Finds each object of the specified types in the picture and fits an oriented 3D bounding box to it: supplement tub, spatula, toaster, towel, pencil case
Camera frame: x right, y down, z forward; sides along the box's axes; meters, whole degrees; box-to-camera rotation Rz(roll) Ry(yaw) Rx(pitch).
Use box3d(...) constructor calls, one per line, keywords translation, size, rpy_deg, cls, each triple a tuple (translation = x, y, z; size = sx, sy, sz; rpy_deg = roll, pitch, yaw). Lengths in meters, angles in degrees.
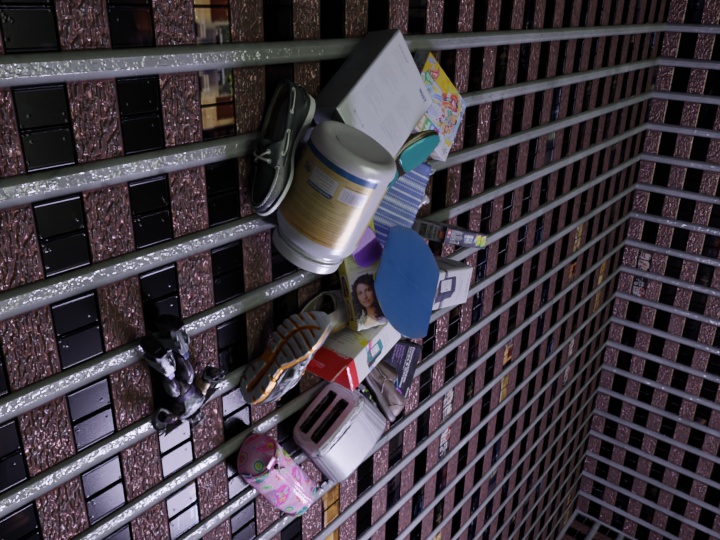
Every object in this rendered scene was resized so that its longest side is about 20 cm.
box3d(translation=(-0.046, -0.112, 1.001), size=(0.143, 0.145, 0.202), rpy_deg=(-8, 135, -52), cls="supplement tub")
box3d(translation=(-0.030, -0.096, 1.103), size=(0.056, 0.020, 0.202), rpy_deg=(-38, 100, -16), cls="spatula")
box3d(translation=(-0.048, 0.317, 1.255), size=(0.200, 0.113, 0.130), rpy_deg=(-48, 135, -16), cls="toaster")
box3d(translation=(0.043, -0.131, 1.200), size=(0.142, 0.024, 0.204), rpy_deg=(21, 88, -19), cls="towel")
box3d(translation=(-0.150, 0.376, 1.164), size=(0.088, 0.086, 0.202), rpy_deg=(-53, 142, -24), cls="pencil case")

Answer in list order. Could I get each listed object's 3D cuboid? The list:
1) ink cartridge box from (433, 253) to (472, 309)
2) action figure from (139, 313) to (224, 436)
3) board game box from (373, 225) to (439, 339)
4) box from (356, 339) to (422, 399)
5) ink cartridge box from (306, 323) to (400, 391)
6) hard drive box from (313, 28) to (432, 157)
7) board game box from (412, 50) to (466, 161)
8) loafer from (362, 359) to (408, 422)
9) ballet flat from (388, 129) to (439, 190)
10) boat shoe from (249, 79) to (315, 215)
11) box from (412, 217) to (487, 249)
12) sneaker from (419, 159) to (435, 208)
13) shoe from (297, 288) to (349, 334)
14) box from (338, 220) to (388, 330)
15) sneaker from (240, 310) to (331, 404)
box3d(translation=(0.121, 0.018, 1.327), size=(0.198, 0.143, 0.086), rpy_deg=(-6, 110, -52), cls="ink cartridge box")
box3d(translation=(-0.263, 0.166, 0.933), size=(0.131, 0.068, 0.203), rpy_deg=(-52, 145, -41), cls="action figure")
box3d(translation=(0.073, 0.022, 1.149), size=(0.158, 0.038, 0.203), rpy_deg=(41, 51, -34), cls="board game box")
box3d(translation=(0.062, 0.224, 1.432), size=(0.199, 0.036, 0.146), rpy_deg=(17, 91, -56), cls="box")
box3d(translation=(-0.027, 0.145, 1.204), size=(0.200, 0.115, 0.068), rpy_deg=(-43, 136, -34), cls="ink cartridge box")
box3d(translation=(0.023, -0.285, 1.102), size=(0.201, 0.076, 0.157), rpy_deg=(-54, 132, -23), cls="hard drive box")
box3d(translation=(0.145, -0.330, 1.305), size=(0.199, 0.034, 0.137), rpy_deg=(30, 80, -55), cls="board game box")
box3d(translation=(0.037, 0.213, 1.316), size=(0.070, 0.073, 0.203), rpy_deg=(-32, 111, -12), cls="loafer")
box3d(translation=(0.057, -0.196, 1.156), size=(0.200, 0.070, 0.071), rpy_deg=(-45, 139, -9), cls="ballet flat")
box3d(translation=(-0.131, -0.186, 0.961), size=(0.060, 0.074, 0.204), rpy_deg=(28, 74, -52), cls="boat shoe")
box3d(translation=(0.189, -0.083, 1.409), size=(0.198, 0.109, 0.036), rpy_deg=(3, 103, -54), cls="box")
box3d(translation=(0.086, -0.133, 1.251), size=(0.074, 0.087, 0.203), rpy_deg=(57, 57, -80), cls="sneaker")
box3d(translation=(-0.062, 0.078, 1.166), size=(0.199, 0.069, 0.054), rpy_deg=(-36, 140, -37), cls="shoe")
box3d(translation=(0.000, 0.000, 1.150), size=(0.074, 0.050, 0.205), rpy_deg=(-14, 94, -18), cls="box")
box3d(translation=(-0.118, 0.148, 1.083), size=(0.200, 0.079, 0.077), rpy_deg=(-45, 144, 11), cls="sneaker")
